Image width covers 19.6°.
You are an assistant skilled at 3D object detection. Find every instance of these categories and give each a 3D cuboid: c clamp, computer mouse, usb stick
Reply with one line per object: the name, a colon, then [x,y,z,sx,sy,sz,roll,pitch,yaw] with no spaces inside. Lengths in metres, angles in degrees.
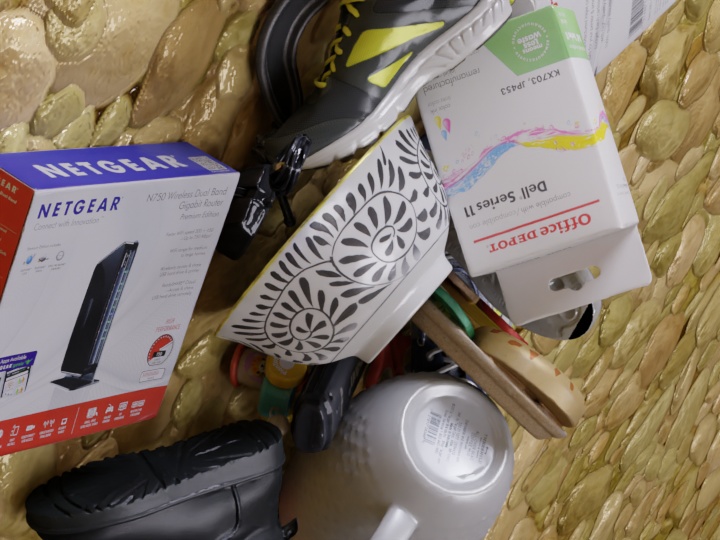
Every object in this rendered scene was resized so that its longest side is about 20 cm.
c clamp: [-0.014,-0.153,1.413,0.200,0.027,0.171,-49,146,-19]
computer mouse: [-0.068,-0.051,1.317,0.059,0.034,0.200,-63,-173,-19]
usb stick: [-0.011,0.063,1.541,0.200,0.032,0.056,-62,165,-57]

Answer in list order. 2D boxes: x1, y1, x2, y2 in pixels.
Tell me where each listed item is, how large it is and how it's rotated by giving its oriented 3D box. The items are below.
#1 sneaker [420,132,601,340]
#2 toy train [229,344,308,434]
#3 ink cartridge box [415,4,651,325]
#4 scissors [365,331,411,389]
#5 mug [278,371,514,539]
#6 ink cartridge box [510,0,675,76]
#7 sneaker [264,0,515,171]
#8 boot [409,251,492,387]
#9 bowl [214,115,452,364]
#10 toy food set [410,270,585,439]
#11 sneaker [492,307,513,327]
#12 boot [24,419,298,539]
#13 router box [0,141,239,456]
sneaker: [0.123,-0.040,1.565,0.146,0.200,0.081,-28,152,-55]
toy train: [-0.080,0.122,1.543,0.150,0.055,0.202,-48,156,-85]
ink cartridge box: [0.118,-0.069,1.442,0.067,0.116,0.202,-10,82,-72]
scissors: [0.018,0.051,1.678,0.073,0.014,0.200,-52,153,-17]
mug: [0.024,0.172,1.530,0.201,0.147,0.175,-59,-174,-33]
ink cartridge box: [0.156,-0.221,1.569,0.200,0.084,0.147,-42,147,-31]
sneaker: [0.005,-0.147,1.369,0.200,0.074,0.085,-41,109,-7]
boot: [0.078,0.083,1.673,0.072,0.091,0.202,-6,121,-5]
bowl: [0.000,0.000,1.416,0.201,0.094,0.201,-48,178,-2]
toy food set: [0.085,0.049,1.542,0.049,0.198,0.200,-46,173,1]
sneaker: [0.088,0.037,1.746,0.076,0.075,0.202,10,108,-38]
boot: [-0.124,0.202,1.417,0.197,0.073,0.164,-15,114,-26]
router box: [-0.175,0.016,1.264,0.199,0.049,0.181,-11,126,-57]
